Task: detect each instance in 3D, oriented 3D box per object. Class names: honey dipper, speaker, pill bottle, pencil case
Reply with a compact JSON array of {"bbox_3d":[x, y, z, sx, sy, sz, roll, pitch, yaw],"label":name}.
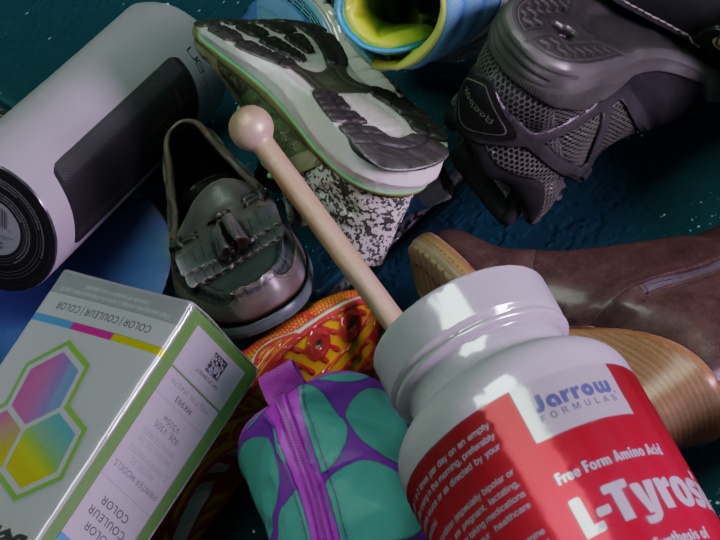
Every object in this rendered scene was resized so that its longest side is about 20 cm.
[{"bbox_3d":[0.000,0.000,1.061,0.038,0.038,0.201,-34,81,-9],"label":"honey dipper"},{"bbox_3d":[-0.152,-0.073,1.208,0.081,0.082,0.200,2,31,26],"label":"speaker"},{"bbox_3d":[0.085,0.102,0.912,0.112,0.112,0.201,-27,63,-2],"label":"pill bottle"},{"bbox_3d":[0.002,0.136,0.972,0.085,0.092,0.201,-33,41,11],"label":"pencil case"}]

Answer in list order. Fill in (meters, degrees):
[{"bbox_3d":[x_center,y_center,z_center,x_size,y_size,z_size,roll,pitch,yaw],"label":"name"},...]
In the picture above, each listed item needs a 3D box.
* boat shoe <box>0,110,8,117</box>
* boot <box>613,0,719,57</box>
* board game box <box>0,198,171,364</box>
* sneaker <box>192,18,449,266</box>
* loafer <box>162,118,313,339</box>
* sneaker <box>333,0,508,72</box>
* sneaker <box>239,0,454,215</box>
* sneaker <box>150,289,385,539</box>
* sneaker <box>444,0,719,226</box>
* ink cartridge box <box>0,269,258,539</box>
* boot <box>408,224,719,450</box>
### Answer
[{"bbox_3d":[-0.227,-0.033,1.205,0.072,0.063,0.201,-4,42,17],"label":"boat shoe"},{"bbox_3d":[0.209,-0.096,1.055,0.202,0.074,0.155,14,47,-20],"label":"boot"},{"bbox_3d":[-0.192,0.025,1.208,0.198,0.039,0.159,1,43,23],"label":"board game box"},{"bbox_3d":[-0.036,-0.069,1.134,0.076,0.089,0.200,-1,30,-34],"label":"sneaker"},{"bbox_3d":[-0.076,-0.025,1.137,0.071,0.063,0.200,-26,22,-3],"label":"loafer"},{"bbox_3d":[0.024,-0.142,1.144,0.130,0.080,0.200,-25,-1,-26],"label":"sneaker"},{"bbox_3d":[-0.030,-0.090,1.213,0.090,0.079,0.200,-33,44,-3],"label":"sneaker"},{"bbox_3d":[-0.069,0.070,1.084,0.199,0.073,0.077,-36,38,-14],"label":"sneaker"},{"bbox_3d":[0.116,-0.086,1.120,0.199,0.114,0.076,-13,59,-47],"label":"sneaker"},{"bbox_3d":[-0.145,0.102,1.018,0.103,0.059,0.201,12,63,47],"label":"ink cartridge box"},{"bbox_3d":[0.135,0.011,1.065,0.166,0.073,0.200,-28,41,-20],"label":"boot"}]
